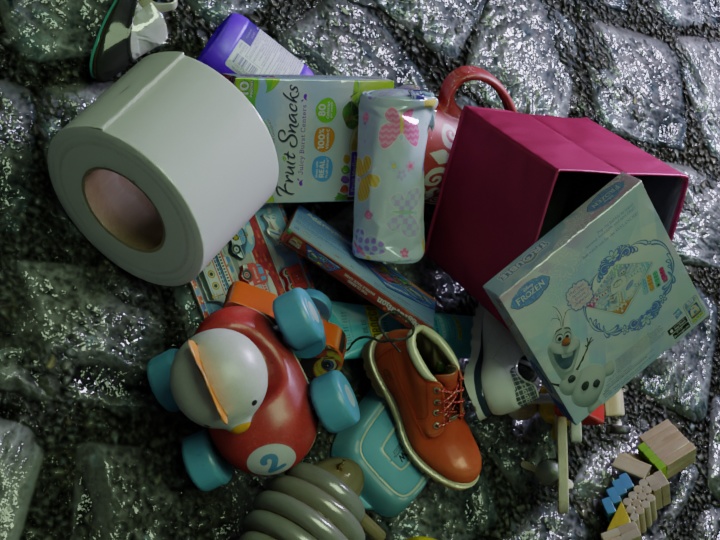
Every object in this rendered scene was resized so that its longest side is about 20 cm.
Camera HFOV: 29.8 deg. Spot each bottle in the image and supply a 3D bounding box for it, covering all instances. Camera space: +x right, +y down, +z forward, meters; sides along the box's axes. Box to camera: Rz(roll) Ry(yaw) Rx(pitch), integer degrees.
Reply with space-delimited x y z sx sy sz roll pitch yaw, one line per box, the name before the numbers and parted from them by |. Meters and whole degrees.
bottle | -0.095 -0.214 1.597 0.199 0.065 0.084 36 61 -17

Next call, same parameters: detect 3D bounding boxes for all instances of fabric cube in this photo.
fabric cube | 0.222 -0.060 1.567 0.198 0.199 0.198 0 114 -30

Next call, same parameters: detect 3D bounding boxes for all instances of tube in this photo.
tube | 0.049 0.074 1.592 0.198 0.051 0.078 4 50 -29

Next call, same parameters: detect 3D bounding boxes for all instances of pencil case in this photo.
pencil case | 0.038 -0.108 1.535 0.090 0.083 0.202 -5 105 -38

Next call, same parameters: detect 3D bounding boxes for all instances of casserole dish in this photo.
casserole dish | 0.050 0.188 1.551 0.121 0.039 0.200 47 55 -9

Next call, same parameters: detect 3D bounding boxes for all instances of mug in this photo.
mug | 0.131 -0.142 1.654 0.199 0.177 0.135 18 57 -31

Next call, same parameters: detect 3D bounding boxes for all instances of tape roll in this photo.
tape roll | -0.204 -0.103 1.399 0.203 0.202 0.139 46 55 -9

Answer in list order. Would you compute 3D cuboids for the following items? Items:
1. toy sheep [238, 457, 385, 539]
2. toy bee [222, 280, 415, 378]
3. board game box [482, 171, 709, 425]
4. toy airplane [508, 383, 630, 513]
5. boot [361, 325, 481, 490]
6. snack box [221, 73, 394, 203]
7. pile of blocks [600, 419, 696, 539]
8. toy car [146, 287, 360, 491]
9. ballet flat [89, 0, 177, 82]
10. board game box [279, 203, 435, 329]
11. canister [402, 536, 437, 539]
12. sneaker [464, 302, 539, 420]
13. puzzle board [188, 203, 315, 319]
toy sheep | -0.059 0.277 1.393 0.138 0.138 0.201 41 61 -13
toy bee | -0.058 0.085 1.471 0.199 0.109 0.131 27 42 14
board game box | 0.259 0.032 1.469 0.200 0.043 0.200 -38 120 -7
toy airplane | 0.234 0.159 1.620 0.201 0.140 0.200 -64 142 -47
boot | 0.086 0.152 1.500 0.075 0.107 0.201 -34 94 -37
snack box | -0.062 -0.151 1.549 0.198 0.053 0.144 -2 103 -26
pile of blocks | 0.352 0.283 1.708 0.200 0.082 0.062 -50 144 -27
toy car | -0.124 0.122 1.322 0.178 0.183 0.200 66 10 5
ballet flat | -0.245 -0.295 1.521 0.068 0.068 0.201 9 62 7
board game box | 0.000 0.000 1.550 0.199 0.020 0.103 35 18 -6
canister | 0.072 0.407 1.451 0.148 0.086 0.201 35 55 -17
sneaker | 0.173 0.095 1.568 0.077 0.080 0.201 59 24 -30
puzzle board | -0.116 0.023 1.521 0.150 0.017 0.201 -18 82 -37
